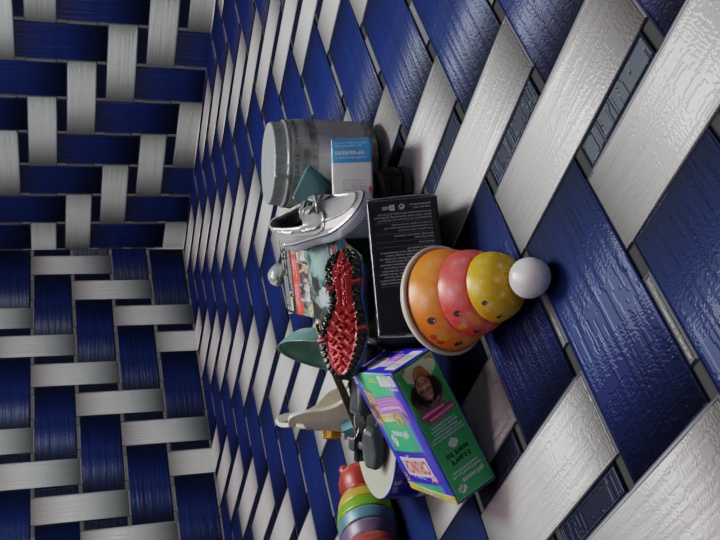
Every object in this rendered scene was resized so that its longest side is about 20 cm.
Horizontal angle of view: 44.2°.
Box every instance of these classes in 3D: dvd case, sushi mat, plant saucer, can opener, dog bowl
[{"bbox_3d":[-0.076,0.008,1.468,0.199,0.022,0.148,7,105,59],"label":"dvd case"},{"bbox_3d":[-0.033,0.183,1.431,0.096,0.012,0.202,-112,2,-56],"label":"sushi mat"},{"bbox_3d":[-0.050,0.142,1.594,0.200,0.198,0.036,139,144,-66],"label":"plant saucer"},{"bbox_3d":[0.020,0.210,1.382,0.066,0.053,0.203,14,107,37],"label":"can opener"},{"bbox_3d":[0.058,0.268,1.445,0.200,0.078,0.203,178,90,-71],"label":"dog bowl"},{"bbox_3d":[-0.041,-0.099,1.534,0.019,0.200,0.071,2,62,46],"label":"plant saucer"}]

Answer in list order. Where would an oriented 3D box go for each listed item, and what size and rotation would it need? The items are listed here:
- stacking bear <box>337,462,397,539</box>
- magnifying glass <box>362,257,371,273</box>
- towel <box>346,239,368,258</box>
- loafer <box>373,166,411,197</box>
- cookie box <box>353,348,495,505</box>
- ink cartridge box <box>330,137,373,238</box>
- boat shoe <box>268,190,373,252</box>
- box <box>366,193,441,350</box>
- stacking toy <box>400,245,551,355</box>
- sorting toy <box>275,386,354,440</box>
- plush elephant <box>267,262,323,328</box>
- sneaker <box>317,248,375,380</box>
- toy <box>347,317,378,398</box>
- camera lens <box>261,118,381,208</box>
[{"bbox_3d":[0.007,0.429,1.573,0.201,0.120,0.115,-105,20,-53],"label":"stacking bear"},{"bbox_3d":[0.000,0.000,1.511,0.200,0.022,0.080,40,-146,-61],"label":"magnifying glass"},{"bbox_3d":[-0.061,-0.057,1.687,0.037,0.147,0.200,-68,9,-19],"label":"towel"},{"bbox_3d":[0.045,-0.073,1.482,0.072,0.062,0.203,-150,61,-66],"label":"loafer"},{"bbox_3d":[0.085,0.215,1.254,0.202,0.075,0.171,62,160,-4],"label":"cookie box"},{"bbox_3d":[-0.012,-0.112,1.464,0.115,0.067,0.203,-66,-26,-87],"label":"ink cartridge box"},{"bbox_3d":[-0.067,-0.083,1.372,0.199,0.065,0.074,-25,39,39],"label":"boat shoe"},{"bbox_3d":[0.068,0.007,1.298,0.148,0.103,0.203,81,-176,-77],"label":"box"},{"bbox_3d":[0.157,0.021,1.109,0.199,0.145,0.148,-22,70,53],"label":"stacking toy"},{"bbox_3d":[-0.060,0.267,1.635,0.200,0.178,0.108,149,118,-69],"label":"sorting toy"},{"bbox_3d":[-0.050,0.052,1.606,0.164,0.199,0.157,-23,68,31],"label":"plush elephant"},{"bbox_3d":[-0.005,0.072,1.329,0.095,0.078,0.202,41,-133,-53],"label":"sneaker"},{"bbox_3d":[0.023,0.102,1.469,0.116,0.047,0.201,79,-151,-41],"label":"toy"},{"bbox_3d":[-0.069,-0.189,1.594,0.160,0.197,0.162,180,90,-74],"label":"camera lens"}]
